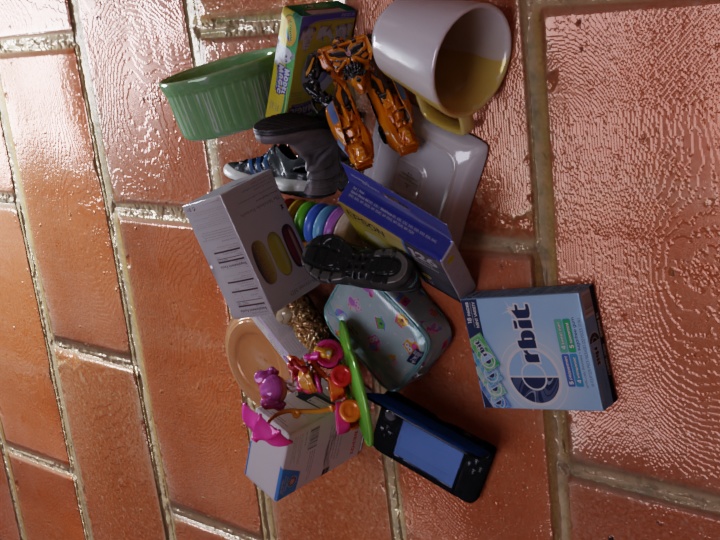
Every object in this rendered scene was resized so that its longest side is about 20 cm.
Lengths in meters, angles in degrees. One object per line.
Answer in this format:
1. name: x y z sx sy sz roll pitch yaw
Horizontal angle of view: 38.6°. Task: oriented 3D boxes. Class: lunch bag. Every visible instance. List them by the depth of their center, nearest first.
1. lunch bag: 0.039 0.087 1.608 0.200 0.077 0.161 48 131 17

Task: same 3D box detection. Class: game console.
1. game console: 0.094 0.276 1.584 0.200 0.118 0.171 27 123 21

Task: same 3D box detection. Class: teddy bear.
1. teddy bear: -0.079 0.107 1.702 0.067 0.145 0.200 -38 82 0

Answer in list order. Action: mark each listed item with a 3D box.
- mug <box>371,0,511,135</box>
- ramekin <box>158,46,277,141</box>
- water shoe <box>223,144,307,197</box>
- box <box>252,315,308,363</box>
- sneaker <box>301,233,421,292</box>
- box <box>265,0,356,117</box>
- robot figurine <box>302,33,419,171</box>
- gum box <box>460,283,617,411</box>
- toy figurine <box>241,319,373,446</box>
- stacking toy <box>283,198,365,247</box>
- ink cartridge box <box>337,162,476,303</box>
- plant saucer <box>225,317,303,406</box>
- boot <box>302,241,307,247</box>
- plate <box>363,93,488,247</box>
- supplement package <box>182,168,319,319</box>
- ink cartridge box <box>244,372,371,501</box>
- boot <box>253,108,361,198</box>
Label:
1. mug: 0.092 -0.281 1.379 0.153 0.149 0.187 30 116 39
2. ramekin: -0.205 -0.275 1.611 0.200 0.200 0.098 1 114 42
3. water shoe: -0.140 -0.170 1.691 0.200 0.071 0.079 15 91 36
4. box: -0.165 0.073 1.767 0.200 0.041 0.039 51 156 -2
5. sneaker: 0.000 0.000 1.525 0.200 0.079 0.076 15 80 34
6. box: -0.077 -0.296 1.538 0.048 0.117 0.200 36 127 30
7. robot figurine: 0.003 -0.248 1.463 0.058 0.145 0.200 113 135 -77
8. gum box: 0.248 0.110 1.452 0.200 0.045 0.170 -4 103 44
9. toy figurine: -0.091 0.186 1.552 0.150 0.183 0.201 97 161 -69
10. stacking toy: -0.085 -0.079 1.642 0.200 0.085 0.086 18 118 32
11. ink cartridge box: 0.061 -0.050 1.479 0.197 0.047 0.200 33 170 30
12. plant saucer: -0.176 0.163 1.863 0.200 0.032 0.201 18 118 37
13. boot: -0.164 -0.063 1.735 0.201 0.071 0.144 -20 96 50
14. plate: 0.078 -0.136 1.519 0.199 0.032 0.200 33 126 28
15. supplement package: -0.169 -0.039 1.609 0.109 0.114 0.200 -9 109 48
16. ink cartridge box: -0.085 0.269 1.705 0.084 0.200 0.145 33 125 32
17. boot: -0.074 -0.166 1.529 0.070 0.200 0.132 26 119 43
